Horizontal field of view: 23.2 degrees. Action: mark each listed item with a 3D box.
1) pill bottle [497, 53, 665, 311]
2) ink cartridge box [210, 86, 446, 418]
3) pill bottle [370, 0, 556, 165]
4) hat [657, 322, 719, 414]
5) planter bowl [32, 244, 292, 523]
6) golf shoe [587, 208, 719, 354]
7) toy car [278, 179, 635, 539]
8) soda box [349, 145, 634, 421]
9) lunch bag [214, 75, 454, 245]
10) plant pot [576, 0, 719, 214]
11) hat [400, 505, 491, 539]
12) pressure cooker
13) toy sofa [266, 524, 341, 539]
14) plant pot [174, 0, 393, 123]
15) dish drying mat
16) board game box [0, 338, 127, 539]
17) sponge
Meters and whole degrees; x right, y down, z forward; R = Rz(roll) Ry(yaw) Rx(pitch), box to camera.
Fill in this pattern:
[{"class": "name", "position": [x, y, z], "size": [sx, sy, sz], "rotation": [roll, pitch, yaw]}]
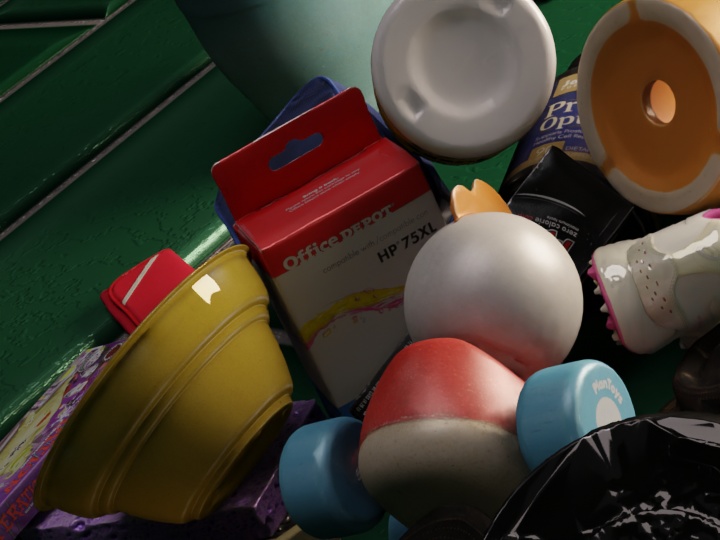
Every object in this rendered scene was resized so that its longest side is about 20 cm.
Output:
[{"class": "pill bottle", "position": [0.160, -0.072, 1.197], "size": [0.111, 0.112, 0.200], "rotation": [-12, 30, 26]}, {"class": "ink cartridge box", "position": [0.000, 0.000, 1.109], "size": [0.116, 0.201, 0.067], "rotation": [-30, 25, -9]}, {"class": "pill bottle", "position": [0.064, -0.126, 1.141], "size": [0.114, 0.115, 0.200], "rotation": [-25, 0, 2]}, {"class": "hat", "position": [0.226, 0.066, 0.926], "size": [0.199, 0.081, 0.201], "rotation": [-20, 27, 10]}, {"class": "planter bowl", "position": [-0.098, 0.089, 1.047], "size": [0.201, 0.083, 0.201], "rotation": [-51, -9, -11]}, {"class": "golf shoe", "position": [0.205, 0.002, 1.000], "size": [0.091, 0.076, 0.200], "rotation": [-27, -8, 28]}, {"class": "toy car", "position": [0.080, 0.048, 0.922], "size": [0.183, 0.177, 0.202], "rotation": [-17, 54, 37]}, {"class": "soda box", "position": [0.079, 0.027, 1.049], "size": [0.201, 0.063, 0.071], "rotation": [-53, -8, -4]}, {"class": "lunch bag", "position": [-0.004, -0.034, 1.248], "size": [0.136, 0.132, 0.200], "rotation": [-48, 26, 7]}, {"class": "plant pot", "position": [0.236, -0.114, 1.046], "size": [0.182, 0.202, 0.199], "rotation": [-16, 17, -36]}, {"class": "hat", "position": [0.029, 0.213, 0.798], "size": [0.201, 0.081, 0.201], "rotation": [-54, 11, 16]}, {"class": "pressure cooker", "position": [0.147, 0.164, 0.704], "size": [0.175, 0.200, 0.180], "rotation": [0, 69, 31]}, {"class": "toy sofa", "position": [-0.102, 0.201, 0.994], "size": [0.199, 0.098, 0.083], "rotation": [-12, 5, 26]}, {"class": "plant pot", "position": [-0.054, -0.227, 1.579], "size": [0.199, 0.189, 0.201], "rotation": [-20, 28, 11]}, {"class": "dish drying mat", "position": [-0.148, 0.032, 1.387], "size": [0.076, 0.018, 0.200], "rotation": [-32, 27, -13]}, {"class": "board game box", "position": [-0.224, 0.126, 1.224], "size": [0.120, 0.032, 0.200], "rotation": [-10, 34, 52]}, {"class": "sponge", "position": [-0.124, 0.138, 1.162], "size": [0.199, 0.030, 0.112], "rotation": [-10, 30, 31]}]
